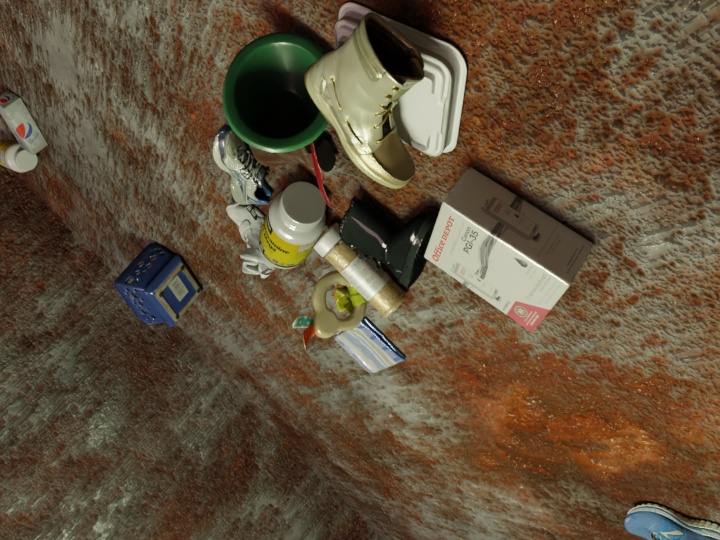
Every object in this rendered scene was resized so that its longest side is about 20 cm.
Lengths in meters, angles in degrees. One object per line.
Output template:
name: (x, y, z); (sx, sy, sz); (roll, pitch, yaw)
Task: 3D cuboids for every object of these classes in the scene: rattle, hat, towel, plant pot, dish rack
rattle: (-0.086, 0.090, 1.254); (0.141, 0.201, 0.131); (2, 134, 50)
hat: (-0.110, -0.223, 0.907); (0.161, 0.205, 0.176); (6, 171, 3)
towel: (0.017, 0.188, 1.452); (0.147, 0.024, 0.200); (44, 152, -4)
plant pot: (-0.653, 0.055, 1.964); (0.177, 0.201, 0.202); (11, 140, 34)
dish rack: (0.041, -0.242, 0.790); (0.198, 0.044, 0.173); (31, 150, 21)

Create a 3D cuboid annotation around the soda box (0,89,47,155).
soda box: (-1.101, -0.476, 1.930); (0.068, 0.064, 0.202); (31, 151, 19)

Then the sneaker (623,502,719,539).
sneaker: (0.571, 0.494, 1.087); (0.079, 0.089, 0.198); (52, 151, -18)

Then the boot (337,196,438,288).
boot: (0.044, -0.067, 1.009); (0.162, 0.073, 0.199); (39, 153, 14)

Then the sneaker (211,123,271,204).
sneaker: (-0.222, -0.205, 1.173); (0.084, 0.078, 0.201); (17, 152, 21)

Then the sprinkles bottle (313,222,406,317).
sprinkles bottle: (0.000, 0.000, 1.158); (0.200, 0.068, 0.068); (45, 153, -4)

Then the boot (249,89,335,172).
boot: (-0.147, -0.251, 1.013); (0.198, 0.064, 0.189); (19, 143, 45)

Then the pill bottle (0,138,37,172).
pill bottle: (-1.260, -0.419, 2.177); (0.197, 0.105, 0.105); (19, 145, 37)

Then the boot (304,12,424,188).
boot: (0.031, -0.201, 0.741); (0.201, 0.072, 0.154); (50, 149, -15)

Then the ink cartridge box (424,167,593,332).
ink cartridge box: (0.199, -0.027, 0.842); (0.198, 0.083, 0.147); (35, 152, 14)

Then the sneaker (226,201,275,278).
sneaker: (-0.247, -0.069, 1.333); (0.198, 0.115, 0.076); (35, 152, 13)

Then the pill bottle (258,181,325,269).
pill bottle: (-0.131, -0.088, 1.157); (0.112, 0.113, 0.200); (41, 152, 0)
